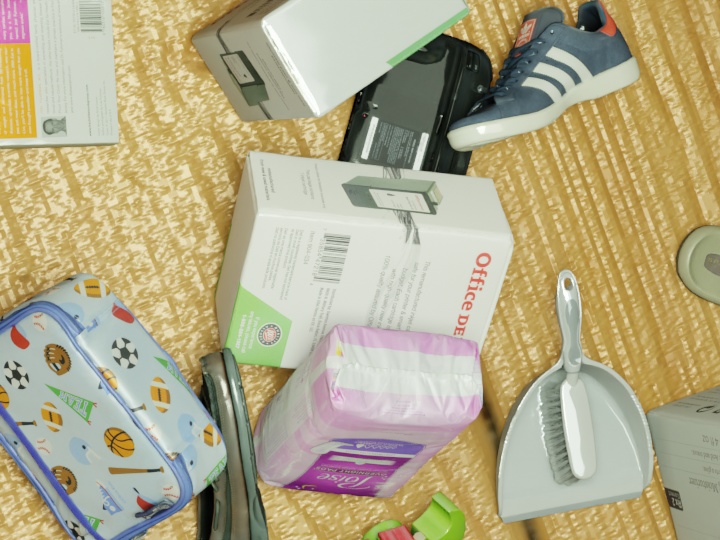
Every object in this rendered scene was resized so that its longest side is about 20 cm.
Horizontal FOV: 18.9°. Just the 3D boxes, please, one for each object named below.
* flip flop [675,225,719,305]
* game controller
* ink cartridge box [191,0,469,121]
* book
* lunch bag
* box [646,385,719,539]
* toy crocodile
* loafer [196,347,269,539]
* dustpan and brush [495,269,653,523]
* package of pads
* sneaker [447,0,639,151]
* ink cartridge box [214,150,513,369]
[{"bbox_3d":[0.361,0.011,1.816,0.199,0.058,0.082,18,85,-17],"label":"flip flop"},{"bbox_3d":[0.037,-0.095,1.730,0.104,0.042,0.202,16,85,-2],"label":"game controller"},{"bbox_3d":[-0.026,-0.184,1.620,0.146,0.200,0.084,-36,103,-14],"label":"ink cartridge box"},{"bbox_3d":[-0.284,-0.158,1.621,0.198,0.048,0.135,-3,89,-18],"label":"book"},{"bbox_3d":[-0.201,0.111,1.597,0.201,0.160,0.076,56,39,-7],"label":"lunch bag"},{"bbox_3d":[0.369,0.154,1.746,0.199,0.199,0.132,-17,95,-17],"label":"box"},{"bbox_3d":[-0.005,0.239,1.688,0.199,0.062,0.068,-23,53,-16],"label":"toy crocodile"},{"bbox_3d":[-0.109,0.155,1.643,0.062,0.072,0.201,-10,117,-4],"label":"loafer"},{"bbox_3d":[0.170,0.099,1.756,0.138,0.057,0.202,-9,93,-17],"label":"dustpan and brush"},{"bbox_3d":[0.002,0.108,1.629,0.120,0.200,0.076,9,65,-17],"label":"package of pads"},{"bbox_3d":[0.135,-0.159,1.723,0.199,0.075,0.085,-28,100,-38],"label":"sneaker"},{"bbox_3d":[0.000,0.000,1.650,0.198,0.084,0.146,6,126,-14],"label":"ink cartridge box"}]
